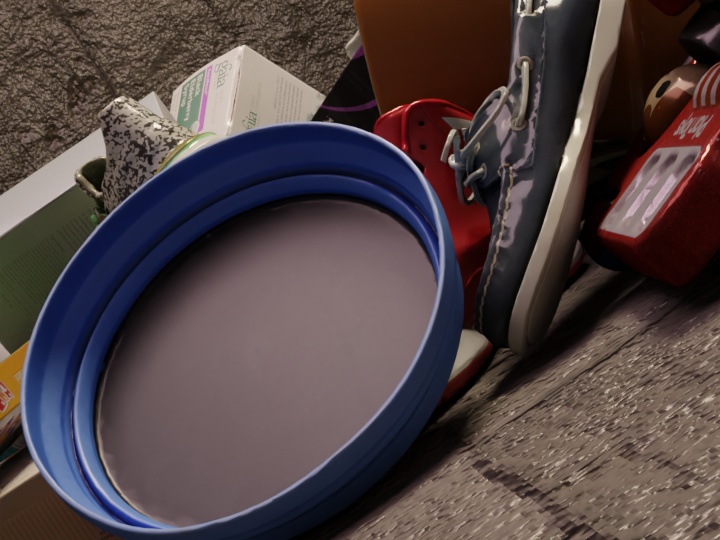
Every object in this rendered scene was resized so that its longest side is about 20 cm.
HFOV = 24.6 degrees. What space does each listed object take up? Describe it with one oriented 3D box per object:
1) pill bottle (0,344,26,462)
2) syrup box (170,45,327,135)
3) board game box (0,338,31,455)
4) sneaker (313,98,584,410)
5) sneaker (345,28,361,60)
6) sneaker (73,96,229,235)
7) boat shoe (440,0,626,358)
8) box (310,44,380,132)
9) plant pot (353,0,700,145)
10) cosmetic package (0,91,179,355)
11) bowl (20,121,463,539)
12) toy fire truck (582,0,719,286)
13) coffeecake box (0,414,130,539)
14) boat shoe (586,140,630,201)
[{"bbox_3d":[-0.207,0.069,1.090,0.111,0.111,0.200,-37,-8,-35],"label":"pill bottle"},{"bbox_3d":[-0.037,-0.065,1.148,0.081,0.200,0.079,-28,45,41],"label":"syrup box"},{"bbox_3d":[-0.187,0.078,0.805,0.096,0.030,0.200,-49,-1,17],"label":"board game box"},{"bbox_3d":[0.014,-0.004,0.756,0.078,0.116,0.200,-29,7,42],"label":"sneaker"},{"bbox_3d":[0.060,-0.185,1.093,0.080,0.070,0.200,-48,6,-35],"label":"sneaker"},{"bbox_3d":[-0.109,-0.023,0.860,0.077,0.089,0.200,-40,-16,-33],"label":"sneaker"},{"bbox_3d":[0.072,-0.057,0.718,0.075,0.062,0.201,84,-160,-65],"label":"boat shoe"},{"bbox_3d":[0.073,-0.124,1.044,0.200,0.143,0.036,-54,-6,33],"label":"box"},{"bbox_3d":[0.089,-0.148,0.867,0.182,0.201,0.200,-12,7,4],"label":"plant pot"},{"bbox_3d":[-0.123,0.019,0.958,0.150,0.200,0.052,-32,33,4],"label":"cosmetic package"},{"bbox_3d":[-0.048,0.027,0.691,0.200,0.039,0.201,-17,49,20],"label":"bowl"},{"bbox_3d":[0.150,-0.071,0.674,0.168,0.112,0.200,-52,4,2],"label":"toy fire truck"},{"bbox_3d":[-0.156,0.129,0.824,0.153,0.073,0.200,-34,5,-2],"label":"coffeecake box"},{"bbox_3d":[0.129,-0.078,0.981,0.200,0.072,0.066,-31,-20,-1],"label":"boat shoe"}]
